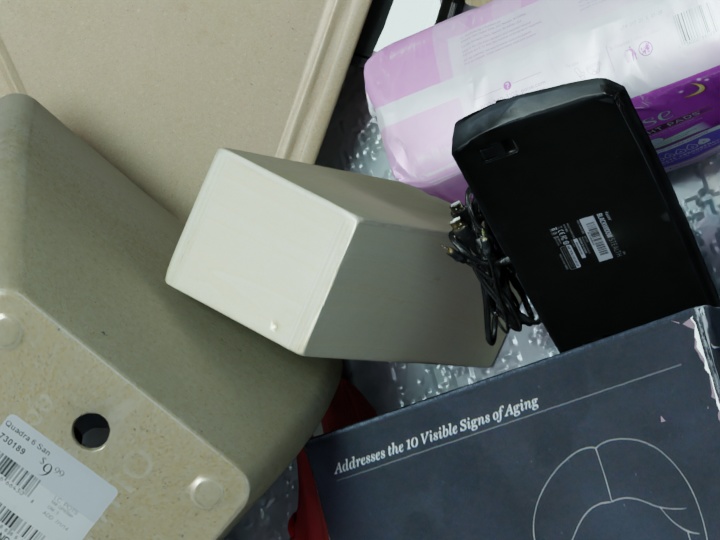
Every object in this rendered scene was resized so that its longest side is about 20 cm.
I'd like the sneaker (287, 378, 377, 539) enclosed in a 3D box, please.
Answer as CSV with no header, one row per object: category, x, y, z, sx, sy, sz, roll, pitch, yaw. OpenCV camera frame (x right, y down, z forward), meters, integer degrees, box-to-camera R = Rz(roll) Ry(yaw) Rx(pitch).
sneaker,-0.034,0.157,1.362,0.115,0.078,0.201,-14,80,23

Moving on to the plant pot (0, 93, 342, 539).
plant pot,-0.138,0.075,1.231,0.200,0.177,0.200,40,99,-11

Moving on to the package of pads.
package of pads,0.113,-0.087,1.277,0.199,0.120,0.076,-21,72,24

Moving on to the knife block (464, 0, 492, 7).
knife block,0.077,-0.211,1.273,0.064,0.175,0.201,24,98,26

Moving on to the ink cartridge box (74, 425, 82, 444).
ink cartridge box,-0.263,0.055,1.346,0.199,0.043,0.199,-30,106,12

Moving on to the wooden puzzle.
wooden puzzle,-0.101,-0.100,1.344,0.184,0.037,0.201,19,97,-6

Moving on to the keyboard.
keyboard,0.086,-0.024,1.251,0.104,0.200,0.040,-17,54,10

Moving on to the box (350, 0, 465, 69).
box,-0.026,-0.208,1.381,0.192,0.047,0.201,19,95,18

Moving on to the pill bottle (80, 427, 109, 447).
pill bottle,-0.163,0.173,1.405,0.109,0.109,0.200,46,106,21

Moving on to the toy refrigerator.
toy refrigerator,0.000,0.000,1.285,0.076,0.200,0.070,27,99,24

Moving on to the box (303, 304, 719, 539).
box,0.106,0.139,1.268,0.199,0.124,0.198,-20,81,24
